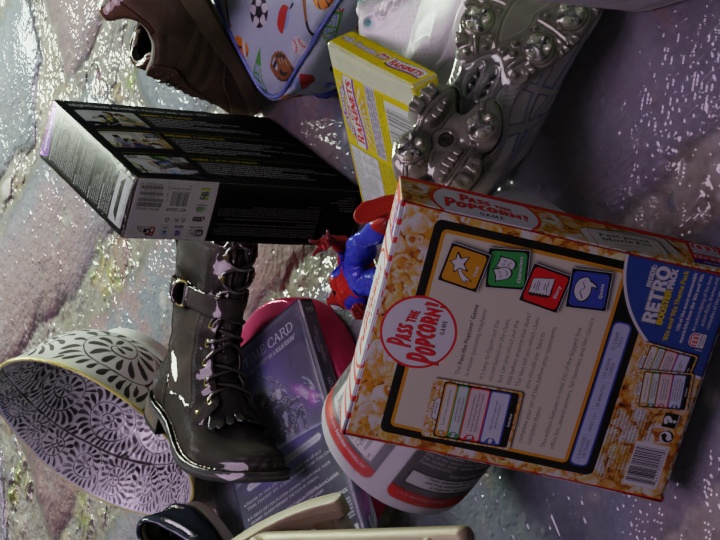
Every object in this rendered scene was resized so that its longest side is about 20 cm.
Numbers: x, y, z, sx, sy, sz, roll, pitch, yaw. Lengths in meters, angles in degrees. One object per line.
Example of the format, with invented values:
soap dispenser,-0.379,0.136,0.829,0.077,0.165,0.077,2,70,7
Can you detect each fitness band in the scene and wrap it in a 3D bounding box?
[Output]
fitness band,-0.040,0.115,1.350,0.144,0.037,0.200,-55,50,39

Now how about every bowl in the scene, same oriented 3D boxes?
bowl,-0.208,0.112,1.504,0.200,0.201,0.094,-26,26,51

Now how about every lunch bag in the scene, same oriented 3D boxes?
lunch bag,-0.032,-0.234,1.290,0.200,0.075,0.161,-49,57,43

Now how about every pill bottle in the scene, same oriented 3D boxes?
pill bottle,0.069,0.053,1.125,0.200,0.115,0.116,-54,49,31

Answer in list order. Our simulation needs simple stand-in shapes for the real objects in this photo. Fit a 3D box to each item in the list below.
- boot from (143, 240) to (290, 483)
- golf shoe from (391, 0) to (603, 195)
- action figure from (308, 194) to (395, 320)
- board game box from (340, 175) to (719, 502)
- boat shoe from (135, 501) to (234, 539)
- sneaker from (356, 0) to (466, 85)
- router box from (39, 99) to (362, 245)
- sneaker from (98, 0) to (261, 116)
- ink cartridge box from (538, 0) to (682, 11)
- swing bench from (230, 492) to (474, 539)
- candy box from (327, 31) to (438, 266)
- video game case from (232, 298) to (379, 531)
boot,-0.106,0.056,1.327,0.200,0.069,0.175,29,112,50
golf shoe,0.092,-0.118,1.106,0.078,0.097,0.200,33,81,23
action figure,0.000,0.000,1.212,0.066,0.052,0.200,62,168,8
board game box,0.101,0.042,1.022,0.046,0.199,0.152,-92,16,-69
boat shoe,-0.108,0.263,1.410,0.200,0.062,0.075,49,124,28
sneaker,0.042,-0.172,1.172,0.088,0.075,0.200,33,124,11
router box,-0.119,-0.073,1.314,0.149,0.199,0.051,41,120,47
sneaker,-0.140,-0.175,1.359,0.071,0.075,0.200,65,-177,33
ink cartridge box,0.111,-0.231,0.992,0.085,0.199,0.148,-7,85,54
swing bench,0.012,0.264,1.141,0.200,0.130,0.199,6,128,56
candy box,0.032,-0.056,1.182,0.102,0.026,0.201,37,147,50
video game case,-0.054,0.142,1.327,0.143,0.019,0.201,-39,58,44
